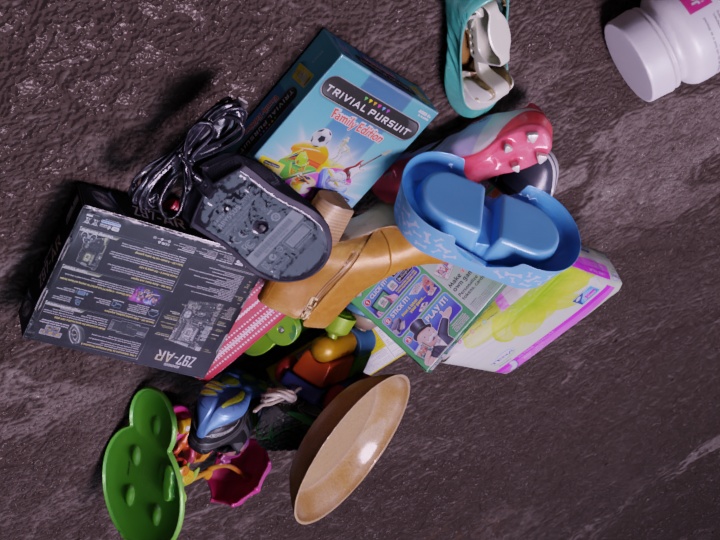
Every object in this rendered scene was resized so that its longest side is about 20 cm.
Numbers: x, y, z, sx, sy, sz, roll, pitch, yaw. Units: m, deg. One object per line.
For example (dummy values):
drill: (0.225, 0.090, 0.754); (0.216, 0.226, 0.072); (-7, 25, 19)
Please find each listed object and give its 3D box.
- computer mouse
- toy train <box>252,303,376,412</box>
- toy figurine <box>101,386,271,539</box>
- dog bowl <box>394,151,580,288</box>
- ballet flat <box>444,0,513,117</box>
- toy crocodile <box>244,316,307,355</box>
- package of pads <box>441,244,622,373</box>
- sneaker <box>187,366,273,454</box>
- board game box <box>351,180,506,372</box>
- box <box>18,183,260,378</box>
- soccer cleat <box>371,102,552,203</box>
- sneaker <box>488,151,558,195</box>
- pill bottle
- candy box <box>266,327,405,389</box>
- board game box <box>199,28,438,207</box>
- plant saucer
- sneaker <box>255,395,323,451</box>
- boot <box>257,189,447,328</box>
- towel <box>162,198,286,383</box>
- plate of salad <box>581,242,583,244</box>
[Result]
computer mouse: (-0.107, -0.067, 1.151); (0.138, 0.053, 0.200); (-41, 121, 13)
toy train: (-0.042, 0.091, 1.341); (0.200, 0.085, 0.116); (-12, 128, -63)
toy figurine: (-0.188, 0.220, 1.453); (0.184, 0.150, 0.200); (-7, 113, -47)
dog bowl: (0.124, -0.047, 1.236); (0.200, 0.112, 0.050); (21, 139, -12)
ballet flat: (0.119, -0.209, 1.200); (0.067, 0.070, 0.200); (-26, 142, -11)
toy crocodile: (-0.064, 0.021, 1.344); (0.200, 0.062, 0.068); (-50, 178, 19)
package of pads: (0.188, 0.042, 1.431); (0.200, 0.068, 0.154); (-42, 148, 25)
sneaker: (-0.147, 0.162, 1.379); (0.083, 0.071, 0.200); (-61, 169, 11)
board game box: (0.091, -0.008, 1.324); (0.200, 0.135, 0.029); (-49, 166, 5)
box: (-0.213, 0.015, 1.201); (0.200, 0.044, 0.160); (16, 117, -30)
soccer cleat: (0.107, -0.123, 1.293); (0.200, 0.077, 0.067); (-18, 125, 14)
sneaker: (0.146, -0.054, 1.365); (0.200, 0.078, 0.079); (-53, 172, 26)
pill bottle: (0.364, -0.266, 1.266); (0.200, 0.113, 0.113); (-31, 142, -1)
candy box: (-0.009, 0.098, 1.487); (0.200, 0.026, 0.102); (-32, 143, 2)
board game box: (-0.042, -0.123, 1.206); (0.200, 0.047, 0.151); (-47, 140, 19)
plant saucer: (-0.020, 0.191, 1.355); (0.200, 0.035, 0.200); (-45, 156, -26)
sneaker: (-0.067, 0.165, 1.417); (0.078, 0.085, 0.200); (-14, 167, 18)
boot: (0.000, 0.000, 1.273); (0.201, 0.071, 0.144); (14, 117, -32)
towel: (-0.178, 0.024, 1.263); (0.145, 0.023, 0.200); (-39, 128, 10)
plate of salad: (0.185, 0.010, 1.504); (0.200, 0.048, 0.200); (-10, 140, -9)
